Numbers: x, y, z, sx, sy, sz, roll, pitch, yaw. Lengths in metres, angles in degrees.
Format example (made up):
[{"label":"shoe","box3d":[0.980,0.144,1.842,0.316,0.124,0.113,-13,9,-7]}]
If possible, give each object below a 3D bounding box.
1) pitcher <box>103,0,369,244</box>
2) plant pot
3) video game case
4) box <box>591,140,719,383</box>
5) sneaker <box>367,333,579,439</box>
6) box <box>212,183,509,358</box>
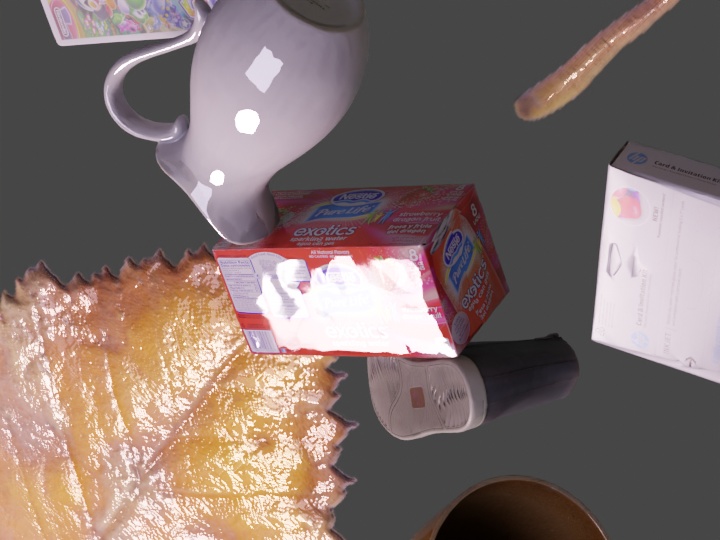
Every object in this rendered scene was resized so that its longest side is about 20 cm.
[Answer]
[{"label":"pitcher","box3d":[-0.093,-0.142,1.489,0.171,0.121,0.201,34,129,2]},{"label":"plant pot","box3d":[0.088,0.278,1.664,0.187,0.186,0.200,48,150,-6]},{"label":"video game case","box3d":[-0.176,-0.244,1.552,0.198,0.018,0.144,1,121,33]},{"label":"box","box3d":[0.264,0.009,1.425,0.198,0.041,0.157,17,129,22]},{"label":"sneaker","box3d":[0.084,0.088,1.586,0.200,0.105,0.076,5,104,65]},{"label":"box","box3d":[0.000,0.000,1.556,0.199,0.096,0.100,-1,121,35]}]
